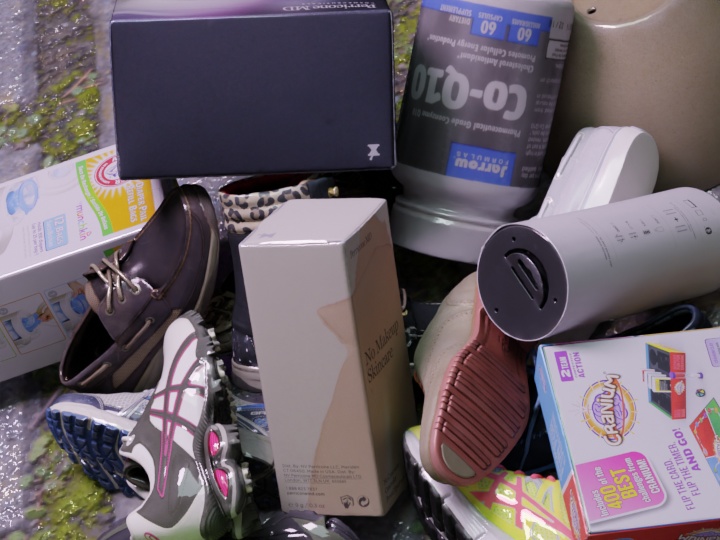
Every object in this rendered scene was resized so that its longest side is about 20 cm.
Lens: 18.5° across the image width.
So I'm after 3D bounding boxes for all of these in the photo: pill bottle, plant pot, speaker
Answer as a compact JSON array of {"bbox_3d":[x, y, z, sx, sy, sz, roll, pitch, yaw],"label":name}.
[{"bbox_3d":[0.085,-0.111,1.641,0.114,0.200,0.114,10,8,-2],"label":"pill bottle"},{"bbox_3d":[0.215,-0.167,1.697,0.200,0.134,0.200,-11,45,11],"label":"plant pot"},{"bbox_3d":[0.172,-0.007,1.522,0.081,0.081,0.200,24,25,38],"label":"speaker"}]

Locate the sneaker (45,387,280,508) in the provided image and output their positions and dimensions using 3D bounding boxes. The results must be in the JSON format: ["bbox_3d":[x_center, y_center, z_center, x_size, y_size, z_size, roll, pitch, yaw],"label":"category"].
[{"bbox_3d":[-0.131,0.116,1.609,0.200,0.077,0.085,10,45,18],"label":"sneaker"}]

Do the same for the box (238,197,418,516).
[{"bbox_3d":[-0.018,0.058,1.506,0.078,0.200,0.095,-1,22,21],"label":"box"}]

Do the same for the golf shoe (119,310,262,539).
[{"bbox_3d":[-0.125,0.103,1.509,0.088,0.077,0.200,-14,40,-1],"label":"golf shoe"}]

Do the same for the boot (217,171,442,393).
[{"bbox_3d":[-0.001,0.001,1.583,0.203,0.154,0.073,-9,16,-4],"label":"boot"}]

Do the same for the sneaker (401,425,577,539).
[{"bbox_3d":[0.103,0.163,1.464,0.090,0.078,0.200,-32,52,-18],"label":"sneaker"}]

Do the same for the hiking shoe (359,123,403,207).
[{"bbox_3d":[0.006,-0.106,1.767,0.200,0.074,0.087,13,41,23],"label":"hiking shoe"}]

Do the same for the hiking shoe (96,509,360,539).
[{"bbox_3d":[-0.100,0.214,1.486,0.200,0.076,0.101,-5,42,16],"label":"hiking shoe"}]

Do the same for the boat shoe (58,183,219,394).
[{"bbox_3d":[-0.162,0.023,1.605,0.073,0.200,0.075,4,36,-33],"label":"boat shoe"}]

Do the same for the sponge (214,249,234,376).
[{"bbox_3d":[-0.118,0.032,1.710,0.200,0.030,0.112,2,47,24],"label":"sponge"}]

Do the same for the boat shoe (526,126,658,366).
[{"bbox_3d":[0.148,-0.020,1.606,0.068,0.072,0.200,12,73,39],"label":"boat shoe"}]

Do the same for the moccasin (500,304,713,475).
[{"bbox_3d":[0.149,0.075,1.530,0.200,0.068,0.080,-27,43,-6],"label":"moccasin"}]

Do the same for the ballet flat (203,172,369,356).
[{"bbox_3d":[-0.061,-0.012,1.675,0.067,0.046,0.200,19,54,36],"label":"ballet flat"}]

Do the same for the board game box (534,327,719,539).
[{"bbox_3d":[0.225,0.108,1.434,0.200,0.040,0.153,-5,51,-6],"label":"board game box"}]

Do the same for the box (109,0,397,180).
[{"bbox_3d":[-0.078,-0.149,1.622,0.200,0.123,0.198,-3,17,-3],"label":"box"}]

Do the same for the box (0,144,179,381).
[{"bbox_3d":[-0.228,-0.007,1.697,0.200,0.101,0.113,-18,43,5],"label":"box"}]

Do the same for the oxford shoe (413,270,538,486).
[{"bbox_3d":[0.070,0.076,1.494,0.074,0.071,0.200,-27,25,36],"label":"oxford shoe"}]
